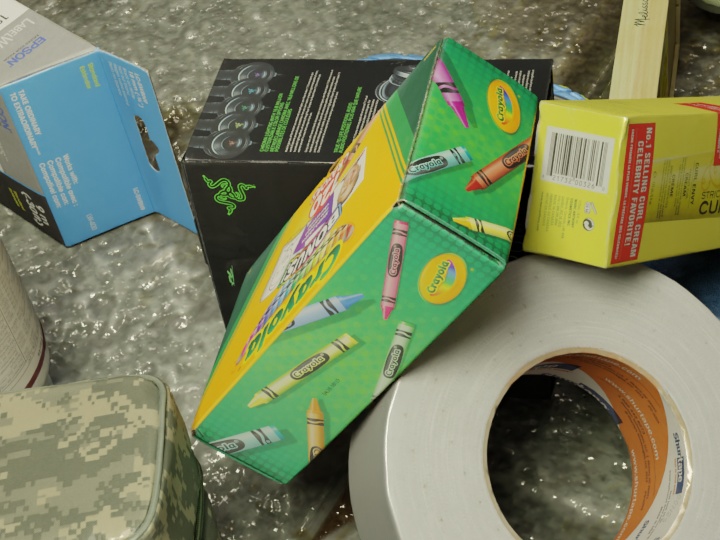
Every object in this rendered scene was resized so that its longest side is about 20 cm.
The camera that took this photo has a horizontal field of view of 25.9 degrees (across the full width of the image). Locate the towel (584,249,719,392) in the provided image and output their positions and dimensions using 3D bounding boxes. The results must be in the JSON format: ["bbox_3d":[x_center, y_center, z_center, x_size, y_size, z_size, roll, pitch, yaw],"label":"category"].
[{"bbox_3d":[0.218,0.012,0.864,0.199,0.049,0.112,-7,42,18],"label":"towel"}]

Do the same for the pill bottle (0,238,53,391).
[{"bbox_3d":[-0.234,0.032,0.854,0.109,0.200,0.110,-6,48,6],"label":"pill bottle"}]

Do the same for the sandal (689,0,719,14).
[{"bbox_3d":[0.272,-0.253,1.071,0.080,0.057,0.201,8,50,19],"label":"sandal"}]

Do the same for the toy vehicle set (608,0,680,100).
[{"bbox_3d":[0.176,-0.119,0.959,0.026,0.124,0.200,4,49,14],"label":"toy vehicle set"}]

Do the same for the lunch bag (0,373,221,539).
[{"bbox_3d":[-0.158,0.159,0.750,0.199,0.168,0.140,-12,37,2],"label":"lunch bag"}]

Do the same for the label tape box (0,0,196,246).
[{"bbox_3d":[-0.206,-0.094,0.999,0.200,0.144,0.063,30,60,32],"label":"label tape box"}]

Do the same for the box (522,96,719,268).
[{"bbox_3d":[0.158,-0.049,0.786,0.050,0.076,0.200,15,14,38],"label":"box"}]

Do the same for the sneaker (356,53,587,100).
[{"bbox_3d":[0.052,-0.085,0.989,0.199,0.071,0.083,9,45,15],"label":"sneaker"}]

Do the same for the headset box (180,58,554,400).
[{"bbox_3d":[0.008,-0.023,0.870,0.199,0.174,0.093,3,44,12],"label":"headset box"}]

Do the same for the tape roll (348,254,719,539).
[{"bbox_3d":[0.098,0.094,0.754,0.200,0.066,0.201,3,77,-15],"label":"tape roll"}]

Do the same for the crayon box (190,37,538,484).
[{"bbox_3d":[0.000,0.000,0.744,0.058,0.200,0.119,30,43,-14],"label":"crayon box"}]
